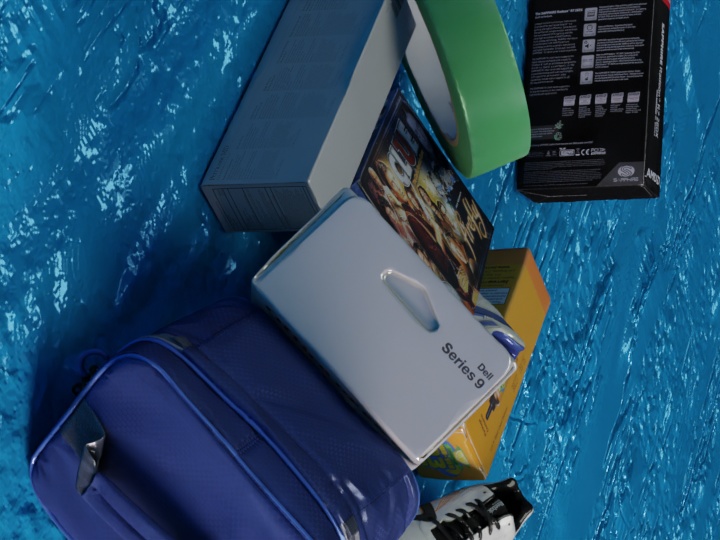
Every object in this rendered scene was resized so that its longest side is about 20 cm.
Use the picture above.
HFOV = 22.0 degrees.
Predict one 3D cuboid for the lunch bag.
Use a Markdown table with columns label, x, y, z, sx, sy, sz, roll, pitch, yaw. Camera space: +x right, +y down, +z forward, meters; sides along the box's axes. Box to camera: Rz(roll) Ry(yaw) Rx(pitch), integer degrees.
| label | x | y | z | sx | sy | sz | roll | pitch | yaw |
| --- | --- | --- | --- | --- | --- | --- | --- | --- | --- |
| lunch bag | -0.084 | 0.117 | 1.029 | 0.200 | 0.136 | 0.132 | 44 | 29 | 7 |

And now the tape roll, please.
| label | x | y | z | sx | sy | sz | roll | pitch | yaw |
| --- | --- | --- | --- | --- | --- | --- | --- | --- | --- |
| tape roll | 0.063 | -0.168 | 1.350 | 0.200 | 0.048 | 0.202 | 158 | -90 | -84 |

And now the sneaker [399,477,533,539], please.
| label | x | y | z | sx | sy | sz | roll | pitch | yaw |
| --- | --- | --- | --- | --- | --- | --- | --- | --- | --- |
| sneaker | 0.068 | 0.198 | 1.413 | 0.074 | 0.080 | 0.200 | 56 | 24 | 7 |

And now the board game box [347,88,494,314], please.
| label | x | y | z | sx | sy | sz | roll | pitch | yaw |
| --- | --- | --- | --- | --- | --- | --- | --- | --- | --- |
| board game box | 0.037 | -0.037 | 1.323 | 0.136 | 0.034 | 0.200 | 54 | 21 | -15 |

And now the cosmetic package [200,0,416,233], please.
| label | x | y | z | sx | sy | sz | roll | pitch | yaw |
| --- | --- | --- | --- | --- | --- | --- | --- | --- | --- |
| cosmetic package | -0.031 | -0.113 | 1.249 | 0.051 | 0.082 | 0.201 | 65 | 36 | -42 |

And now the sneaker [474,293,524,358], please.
| label | x | y | z | sx | sy | sz | roll | pitch | yaw |
| --- | --- | --- | --- | --- | --- | --- | --- | --- | --- |
| sneaker | 0.056 | 0.068 | 1.373 | 0.200 | 0.088 | 0.076 | -35 | 158 | -50 |

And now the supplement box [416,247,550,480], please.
| label | x | y | z | sx | sy | sz | roll | pitch | yaw |
| --- | --- | --- | --- | --- | --- | --- | --- | --- | --- |
| supplement box | 0.093 | 0.073 | 1.502 | 0.067 | 0.068 | 0.201 | 64 | 34 | -37 |

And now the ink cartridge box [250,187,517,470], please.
| label | x | y | z | sx | sy | sz | roll | pitch | yaw |
| --- | --- | --- | --- | --- | --- | --- | --- | --- | --- |
| ink cartridge box | 0.007 | 0.045 | 1.132 | 0.084 | 0.146 | 0.200 | -43 | 175 | -9 |

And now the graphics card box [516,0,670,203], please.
| label | x | y | z | sx | sy | sz | roll | pitch | yaw |
| --- | --- | --- | --- | --- | --- | --- | --- | --- | --- |
| graphics card box | 0.211 | -0.164 | 1.675 | 0.051 | 0.125 | 0.202 | 29 | 63 | -59 |
